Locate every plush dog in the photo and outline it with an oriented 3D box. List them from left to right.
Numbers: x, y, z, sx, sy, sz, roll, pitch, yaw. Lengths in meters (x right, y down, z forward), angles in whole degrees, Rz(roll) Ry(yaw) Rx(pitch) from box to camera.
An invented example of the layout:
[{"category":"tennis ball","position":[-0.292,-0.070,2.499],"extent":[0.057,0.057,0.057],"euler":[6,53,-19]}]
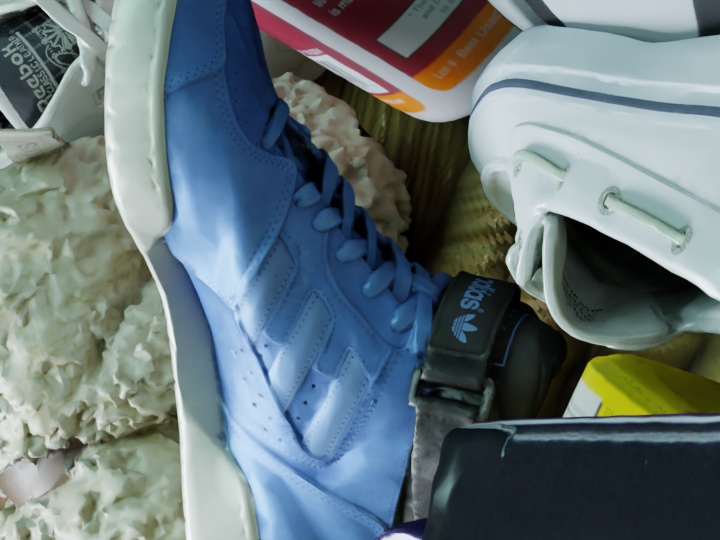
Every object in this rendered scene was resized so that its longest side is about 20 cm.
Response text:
[{"category":"plush dog","position":[-0.075,0.051,0.899],"extent":[0.200,0.160,0.172],"euler":[-32,74,50]}]

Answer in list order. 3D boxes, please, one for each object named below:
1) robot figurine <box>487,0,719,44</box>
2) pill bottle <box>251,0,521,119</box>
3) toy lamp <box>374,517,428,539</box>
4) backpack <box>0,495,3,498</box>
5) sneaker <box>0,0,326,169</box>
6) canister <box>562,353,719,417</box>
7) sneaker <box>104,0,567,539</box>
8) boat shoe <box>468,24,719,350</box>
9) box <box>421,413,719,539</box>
[{"category":"robot figurine","position":[0.098,-0.103,0.681],"extent":[0.200,0.125,0.150],"euler":[15,89,60]},{"category":"pill bottle","position":[-0.030,-0.135,0.806],"extent":[0.113,0.200,0.113],"euler":[-47,25,31]},{"category":"toy lamp","position":[0.094,0.034,0.566],"extent":[0.058,0.200,0.058],"euler":[40,144,38]},{"category":"backpack","position":[-0.187,0.003,1.075],"extent":[0.200,0.151,0.178],"euler":[1,79,64]},{"category":"sneaker","position":[-0.073,-0.079,0.931],"extent":[0.200,0.081,0.076],"euler":[-36,74,4]},{"category":"canister","position":[0.065,0.136,0.658],"extent":[0.200,0.087,0.149],"euler":[-66,30,10]},{"category":"sneaker","position":[0.000,0.000,0.768],"extent":[0.077,0.111,0.200],"euler":[-55,-40,-64]},{"category":"boat shoe","position":[0.061,-0.016,0.678],"extent":[0.067,0.074,0.200],"euler":[-59,11,-9]},{"category":"box","position":[0.123,0.095,0.465],"extent":[0.148,0.200,0.104],"euler":[-5,71,57]}]
